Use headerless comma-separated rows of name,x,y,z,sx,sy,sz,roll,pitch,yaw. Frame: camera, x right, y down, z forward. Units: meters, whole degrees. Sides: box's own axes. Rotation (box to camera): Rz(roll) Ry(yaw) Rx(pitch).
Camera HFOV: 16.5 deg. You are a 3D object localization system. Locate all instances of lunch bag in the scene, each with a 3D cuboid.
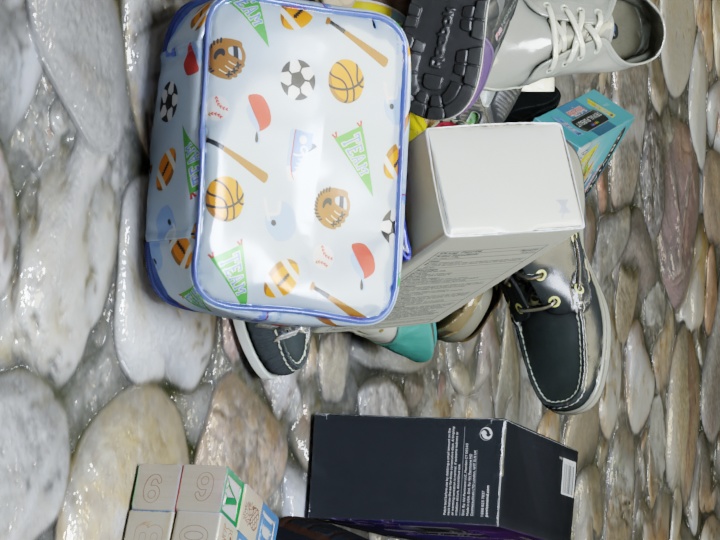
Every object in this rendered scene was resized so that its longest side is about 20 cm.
lunch bag,-0.043,-0.059,1.460,0.159,0.075,0.202,6,86,-31

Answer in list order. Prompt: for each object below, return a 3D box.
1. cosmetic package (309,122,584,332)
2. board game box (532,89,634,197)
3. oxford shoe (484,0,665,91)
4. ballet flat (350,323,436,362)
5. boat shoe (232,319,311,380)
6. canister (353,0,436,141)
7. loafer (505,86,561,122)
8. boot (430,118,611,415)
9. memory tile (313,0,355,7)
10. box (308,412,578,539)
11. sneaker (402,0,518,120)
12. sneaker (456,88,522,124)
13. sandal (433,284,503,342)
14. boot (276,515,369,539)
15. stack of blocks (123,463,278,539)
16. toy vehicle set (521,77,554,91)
cosmetic package,0.045,-0.025,1.566,0.104,0.200,0.072,-3,73,-29
board game box,0.148,-0.062,2.017,0.152,0.047,0.200,-60,169,19
oxford shoe,0.138,-0.167,1.738,0.199,0.058,0.076,-8,98,-37
ballet flat,0.000,0.000,1.719,0.070,0.067,0.201,-43,135,-31
boat shoe,-0.049,-0.024,1.564,0.076,0.060,0.201,-54,140,-58
canister,0.018,-0.193,1.713,0.149,0.086,0.201,51,45,-59
loafer,0.108,-0.111,2.011,0.200,0.072,0.073,-39,149,-59
boot,0.104,-0.004,1.717,0.153,0.073,0.205,11,70,-56
memory tile,0.025,-0.255,1.578,0.200,0.017,0.154,-39,138,-52
box,0.062,0.151,1.762,0.200,0.140,0.080,28,67,-68
sneaker,0.075,-0.199,1.636,0.088,0.075,0.201,-16,127,-75
sneaker,0.048,-0.104,1.813,0.075,0.115,0.201,26,96,-29
sandal,0.080,0.020,1.848,0.081,0.054,0.200,-61,-171,7
boot,-0.038,0.217,1.622,0.200,0.074,0.098,12,96,-69
stack of blocks,-0.108,0.214,1.409,0.115,0.058,0.201,55,40,-58
toy vehicle set,0.104,-0.199,1.882,0.200,0.026,0.125,-160,-112,-76
